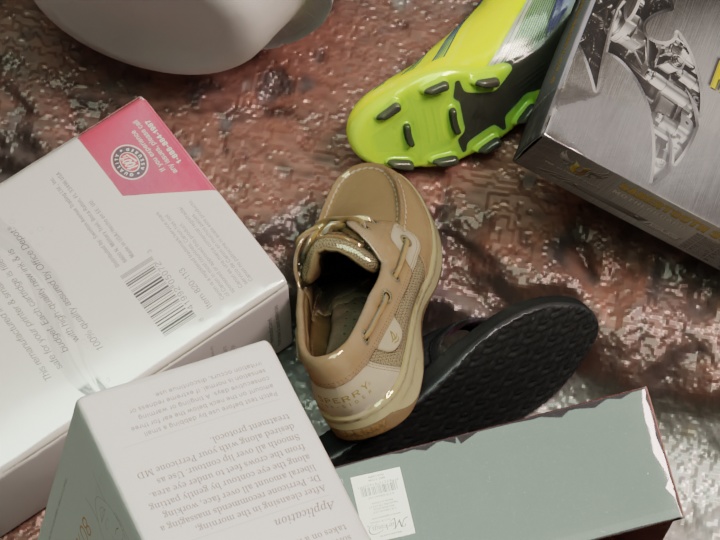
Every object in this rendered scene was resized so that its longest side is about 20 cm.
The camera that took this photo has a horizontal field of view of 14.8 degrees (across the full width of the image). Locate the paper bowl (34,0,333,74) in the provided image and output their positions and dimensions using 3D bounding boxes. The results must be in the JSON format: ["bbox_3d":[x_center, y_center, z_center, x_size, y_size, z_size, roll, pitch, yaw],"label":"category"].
[{"bbox_3d":[-0.108,-0.183,1.528,0.200,0.201,0.105,12,66,8],"label":"paper bowl"}]

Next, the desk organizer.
[{"bbox_3d":[0.059,0.128,1.438,0.199,0.077,0.072,-14,73,-5],"label":"desk organizer"}]

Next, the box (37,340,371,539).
[{"bbox_3d":[-0.062,0.165,1.324,0.106,0.152,0.201,-16,63,-25],"label":"box"}]

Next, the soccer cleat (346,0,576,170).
[{"bbox_3d":[0.075,-0.123,1.581,0.200,0.065,0.084,-31,39,-8],"label":"soccer cleat"}]

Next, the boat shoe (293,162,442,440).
[{"bbox_3d":[0.000,0.000,1.476,0.071,0.065,0.200,-21,36,16],"label":"boat shoe"}]

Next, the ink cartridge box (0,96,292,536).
[{"bbox_3d":[-0.157,0.024,1.496,0.200,0.083,0.147,-33,68,-14],"label":"ink cartridge box"}]

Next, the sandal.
[{"bbox_3d":[0.036,0.064,1.480,0.200,0.075,0.048,-31,50,-12],"label":"sandal"}]

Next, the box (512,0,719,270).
[{"bbox_3d":[0.200,-0.088,1.518,0.199,0.048,0.159,27,66,-10],"label":"box"}]
